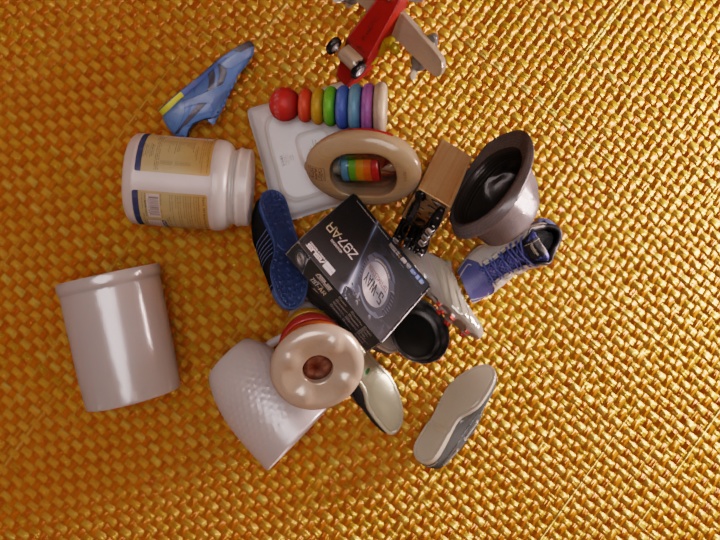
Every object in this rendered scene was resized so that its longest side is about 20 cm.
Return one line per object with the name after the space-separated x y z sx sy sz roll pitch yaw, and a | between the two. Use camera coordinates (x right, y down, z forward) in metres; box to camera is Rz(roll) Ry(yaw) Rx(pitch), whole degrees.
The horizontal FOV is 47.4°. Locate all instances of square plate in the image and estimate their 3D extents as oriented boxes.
-0.077 -0.204 1.393 0.193 0.028 0.205 -15 90 -2 | square plate

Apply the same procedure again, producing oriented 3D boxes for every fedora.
0.234 -0.120 1.345 0.090 0.175 0.203 37 63 -25 | fedora

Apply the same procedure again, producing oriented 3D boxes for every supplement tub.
-0.274 -0.142 1.330 0.194 0.144 0.149 5 90 -1 | supplement tub

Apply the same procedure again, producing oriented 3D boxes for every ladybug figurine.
0.005 -0.174 1.327 0.194 0.073 0.138 5 134 11 | ladybug figurine

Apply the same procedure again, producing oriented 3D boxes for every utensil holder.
-0.383 0.105 1.316 0.165 0.170 0.206 -13 92 -1 | utensil holder

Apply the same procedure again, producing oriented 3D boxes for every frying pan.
0.063 0.088 1.370 0.186 0.031 0.117 24 58 -7 | frying pan

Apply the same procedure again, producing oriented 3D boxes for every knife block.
0.119 -0.120 1.324 0.063 0.176 0.203 29 89 -2 | knife block

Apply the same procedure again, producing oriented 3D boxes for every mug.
-0.140 0.189 1.341 0.175 0.148 0.200 45 67 6 | mug

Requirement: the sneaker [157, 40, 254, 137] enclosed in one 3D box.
-0.244 -0.299 1.376 0.199 0.066 0.079 -41 102 -1 | sneaker

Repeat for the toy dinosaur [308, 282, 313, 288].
-0.020 0.011 1.335 0.200 0.077 0.102 45 60 4 | toy dinosaur

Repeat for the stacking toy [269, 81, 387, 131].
-0.054 -0.266 1.346 0.194 0.085 0.088 2 90 5 | stacking toy

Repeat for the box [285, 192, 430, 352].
0.000 0.000 1.290 0.201 0.043 0.160 50 49 -2 | box

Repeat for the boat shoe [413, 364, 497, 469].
0.167 0.250 1.392 0.201 0.072 0.062 -52 134 -8 | boat shoe

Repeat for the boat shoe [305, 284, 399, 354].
-0.018 0.073 1.387 0.199 0.057 0.067 41 53 -5 | boat shoe

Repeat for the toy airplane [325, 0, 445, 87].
0.044 -0.411 1.341 0.194 0.140 0.206 0 101 27 | toy airplane

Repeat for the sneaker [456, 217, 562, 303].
0.254 -0.027 1.357 0.197 0.115 0.082 -31 90 -1 | sneaker

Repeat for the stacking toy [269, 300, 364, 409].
-0.077 0.107 1.298 0.142 0.201 0.150 -4 118 -8 | stacking toy

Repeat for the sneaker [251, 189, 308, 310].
-0.135 -0.026 1.347 0.068 0.078 0.205 -5 73 -23 | sneaker

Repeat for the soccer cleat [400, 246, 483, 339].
0.142 0.028 1.375 0.077 0.069 0.200 -43 85 -13 | soccer cleat

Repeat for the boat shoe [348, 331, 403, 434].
0.005 0.188 1.381 0.072 0.067 0.202 -42 105 -30 | boat shoe
